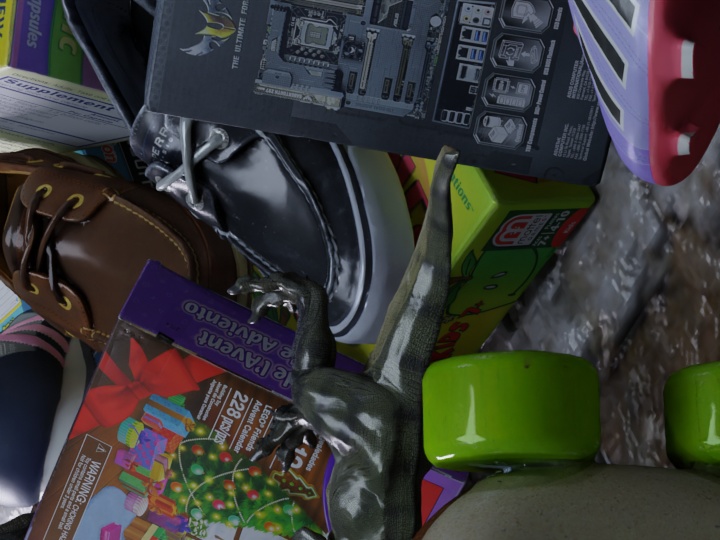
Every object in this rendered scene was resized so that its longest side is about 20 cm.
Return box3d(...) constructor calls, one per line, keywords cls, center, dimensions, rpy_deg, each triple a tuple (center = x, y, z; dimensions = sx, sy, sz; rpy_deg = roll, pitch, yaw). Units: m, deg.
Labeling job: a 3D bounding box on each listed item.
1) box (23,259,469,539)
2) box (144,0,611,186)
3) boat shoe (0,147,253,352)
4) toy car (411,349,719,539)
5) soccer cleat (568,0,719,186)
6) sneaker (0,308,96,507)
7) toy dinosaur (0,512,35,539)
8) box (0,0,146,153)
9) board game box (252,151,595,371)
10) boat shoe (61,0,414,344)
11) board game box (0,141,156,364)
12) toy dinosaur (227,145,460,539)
box3d(cls="box", center=(-0.052, 0.103, 1.100), dimensions=(0.039, 0.136, 0.200), rpy_deg=(-66, 1, -50))
box3d(cls="box", center=(0.021, -0.134, 0.947), dimensions=(0.051, 0.157, 0.201), rpy_deg=(-87, 7, -60))
box3d(cls="boat shoe", center=(-0.107, -0.004, 1.148), dimensions=(0.200, 0.067, 0.072), rpy_deg=(26, 104, 57))
box3d(cls="toy car", center=(0.064, 0.124, 0.962), dimensions=(0.200, 0.157, 0.165), rpy_deg=(147, 124, -70))
box3d(cls="soccer cleat", center=(0.077, -0.119, 0.897), dimensions=(0.076, 0.067, 0.201), rpy_deg=(14, 131, 29))
box3d(cls="sneaker", center=(-0.156, 0.049, 1.224), dimensions=(0.200, 0.082, 0.070), rpy_deg=(-145, 64, -79))
box3d(cls="toy dinosaur", center=(-0.153, 0.141, 1.367), dimensions=(0.200, 0.102, 0.077), rpy_deg=(13, 109, 57))
box3d(cls="box", center=(-0.149, -0.143, 1.220), dimensions=(0.200, 0.096, 0.177), rpy_deg=(-7, 74, 50))
box3d(cls="board game box", center=(0.000, 0.000, 1.097), dimensions=(0.200, 0.047, 0.102), rpy_deg=(-55, 50, 40))
box3d(cls="boat shoe", center=(-0.050, -0.048, 1.063), dimensions=(0.200, 0.068, 0.072), rpy_deg=(58, 135, 34))
box3d(cls="board game box", center=(-0.134, -0.029, 1.345), dimensions=(0.151, 0.047, 0.201), rpy_deg=(-50, 55, 51))
box3d(cls="toy dinosaur", center=(-0.005, 0.045, 0.973), dimensions=(0.088, 0.047, 0.201), rpy_deg=(27, 114, 48))
